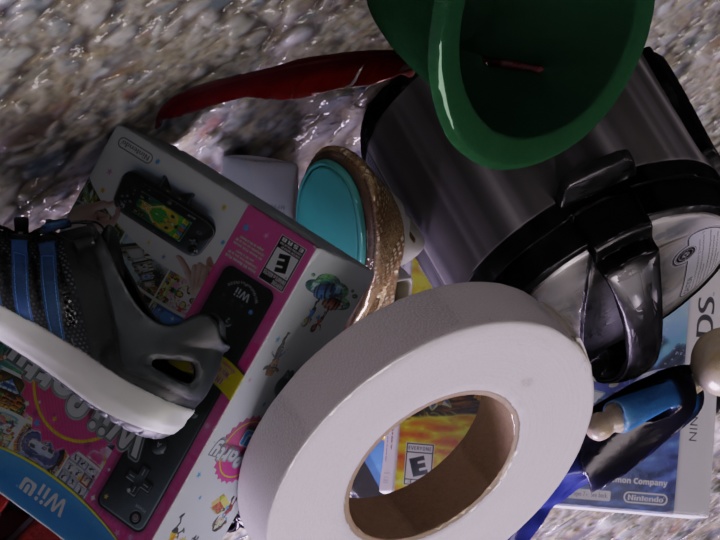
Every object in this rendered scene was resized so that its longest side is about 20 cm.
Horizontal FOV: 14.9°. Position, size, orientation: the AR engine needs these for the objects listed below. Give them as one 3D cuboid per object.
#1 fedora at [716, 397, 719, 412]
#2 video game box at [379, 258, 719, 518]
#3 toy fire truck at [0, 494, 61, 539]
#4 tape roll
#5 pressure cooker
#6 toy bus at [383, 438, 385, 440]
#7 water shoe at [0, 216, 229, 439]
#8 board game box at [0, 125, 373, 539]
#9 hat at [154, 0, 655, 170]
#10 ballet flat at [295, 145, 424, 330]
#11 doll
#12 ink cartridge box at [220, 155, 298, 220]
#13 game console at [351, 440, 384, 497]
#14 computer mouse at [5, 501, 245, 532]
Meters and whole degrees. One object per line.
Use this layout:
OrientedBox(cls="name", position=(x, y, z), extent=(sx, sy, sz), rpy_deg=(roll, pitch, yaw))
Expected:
OrientedBox(cls="fedora", position=(0.212, 0.032, 1.792), extent=(0.201, 0.092, 0.201), rpy_deg=(22, 90, -84))
OrientedBox(cls="video game box", position=(0.119, 0.052, 1.667), extent=(0.200, 0.182, 0.047), rpy_deg=(5, 173, -10))
OrientedBox(cls="toy fire truck", position=(-0.251, 0.212, 1.611), extent=(0.200, 0.112, 0.168), rpy_deg=(-47, -170, -25))
OrientedBox(cls="tape roll", position=(0.031, 0.093, 1.451), extent=(0.203, 0.037, 0.203), rpy_deg=(-22, 138, -21))
OrientedBox(cls="pressure cooker", position=(0.112, -0.033, 1.546), extent=(0.176, 0.200, 0.179), rpy_deg=(5, 139, -50))
OrientedBox(cls="toy bus", position=(0.036, 0.068, 1.724), extent=(0.200, 0.078, 0.065), rpy_deg=(27, 129, -19))
OrientedBox(cls="water shoe", position=(-0.157, 0.003, 1.386), extent=(0.079, 0.200, 0.072), rpy_deg=(-56, 178, 2))
OrientedBox(cls="board game box", position=(-0.108, 0.047, 1.445), extent=(0.200, 0.147, 0.064), rpy_deg=(-61, 150, 5))
OrientedBox(cls="hat", position=(0.027, -0.149, 1.438), extent=(0.200, 0.176, 0.166), rpy_deg=(-17, 117, -43))
OrientedBox(cls="ballet flat", position=(0.000, 0.000, 1.520), extent=(0.065, 0.071, 0.200), rpy_deg=(-24, 145, -28))
OrientedBox(cls="doll", position=(0.145, 0.099, 1.583), extent=(0.200, 0.048, 0.136), rpy_deg=(-40, 167, 14))
OrientedBox(cls="ink cartridge box", position=(-0.065, 0.060, 1.552), extent=(0.047, 0.200, 0.160), rpy_deg=(6, 153, 2))
OrientedBox(cls="game console", position=(0.075, 0.105, 1.870), extent=(0.200, 0.118, 0.171), rpy_deg=(-30, 165, 2))
OrientedBox(cls="computer mouse", position=(-0.162, 0.114, 1.645), extent=(0.200, 0.053, 0.138), rpy_deg=(-3, 158, 41))
